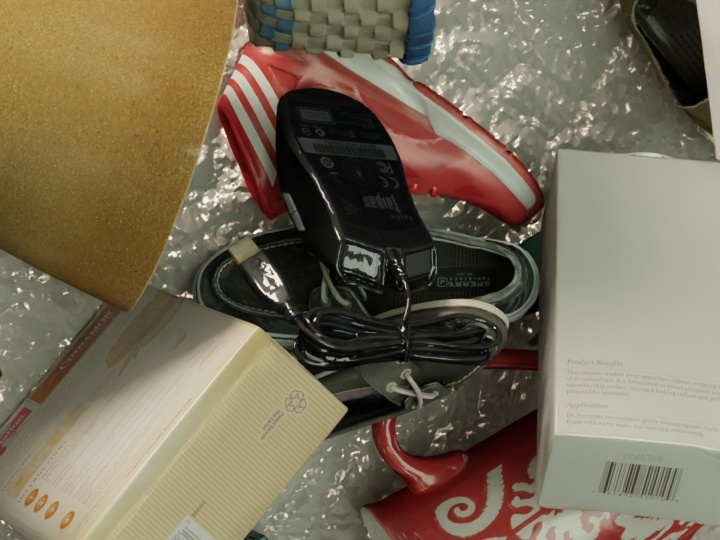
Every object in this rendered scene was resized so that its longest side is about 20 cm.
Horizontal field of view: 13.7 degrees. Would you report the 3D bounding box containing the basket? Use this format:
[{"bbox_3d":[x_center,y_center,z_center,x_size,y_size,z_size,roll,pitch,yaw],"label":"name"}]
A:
[{"bbox_3d":[0.030,-0.188,1.610,0.199,0.176,0.140,-2,79,-5],"label":"basket"}]

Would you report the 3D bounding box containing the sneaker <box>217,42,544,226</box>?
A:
[{"bbox_3d":[0.002,-0.061,1.727,0.200,0.078,0.116,36,90,-12],"label":"sneaker"}]

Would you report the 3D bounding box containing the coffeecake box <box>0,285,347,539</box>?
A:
[{"bbox_3d":[-0.116,0.095,1.613,0.073,0.200,0.154,43,79,-23],"label":"coffeecake box"}]

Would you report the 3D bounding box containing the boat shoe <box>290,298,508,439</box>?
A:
[{"bbox_3d":[-0.003,0.069,1.673,0.067,0.199,0.057,39,45,-44],"label":"boat shoe"}]

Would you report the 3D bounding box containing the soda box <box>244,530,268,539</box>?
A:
[{"bbox_3d":[-0.138,0.214,1.690,0.200,0.068,0.064,-27,107,-20],"label":"soda box"}]

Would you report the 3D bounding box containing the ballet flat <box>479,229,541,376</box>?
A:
[{"bbox_3d":[0.083,0.022,1.770,0.199,0.068,0.069,-19,113,-21],"label":"ballet flat"}]

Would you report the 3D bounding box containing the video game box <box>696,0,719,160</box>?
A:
[{"bbox_3d":[0.268,-0.170,1.732,0.182,0.047,0.201,-6,89,-38],"label":"video game box"}]

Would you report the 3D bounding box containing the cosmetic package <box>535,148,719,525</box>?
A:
[{"bbox_3d":[0.157,0.034,1.681,0.112,0.081,0.201,7,54,-1],"label":"cosmetic package"}]

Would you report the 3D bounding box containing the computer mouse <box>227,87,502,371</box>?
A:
[{"bbox_3d":[-0.022,-0.015,1.608,0.140,0.200,0.046,-2,140,-37],"label":"computer mouse"}]

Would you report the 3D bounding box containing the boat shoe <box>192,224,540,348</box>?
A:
[{"bbox_3d":[0.000,0.000,1.685,0.199,0.071,0.072,-5,76,7],"label":"boat shoe"}]

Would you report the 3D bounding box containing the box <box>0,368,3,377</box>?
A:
[{"bbox_3d":[-0.316,0.036,1.517,0.198,0.200,0.124,-28,108,-18],"label":"box"}]

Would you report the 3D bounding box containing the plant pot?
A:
[{"bbox_3d":[-0.187,-0.098,1.583,0.199,0.186,0.187,19,89,-11],"label":"plant pot"}]

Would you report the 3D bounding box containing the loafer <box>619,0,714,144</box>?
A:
[{"bbox_3d":[0.223,-0.108,1.785,0.200,0.067,0.076,43,119,-1],"label":"loafer"}]

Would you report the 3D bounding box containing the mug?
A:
[{"bbox_3d":[0.111,0.126,1.731,0.200,0.133,0.178,-32,131,-8],"label":"mug"}]
